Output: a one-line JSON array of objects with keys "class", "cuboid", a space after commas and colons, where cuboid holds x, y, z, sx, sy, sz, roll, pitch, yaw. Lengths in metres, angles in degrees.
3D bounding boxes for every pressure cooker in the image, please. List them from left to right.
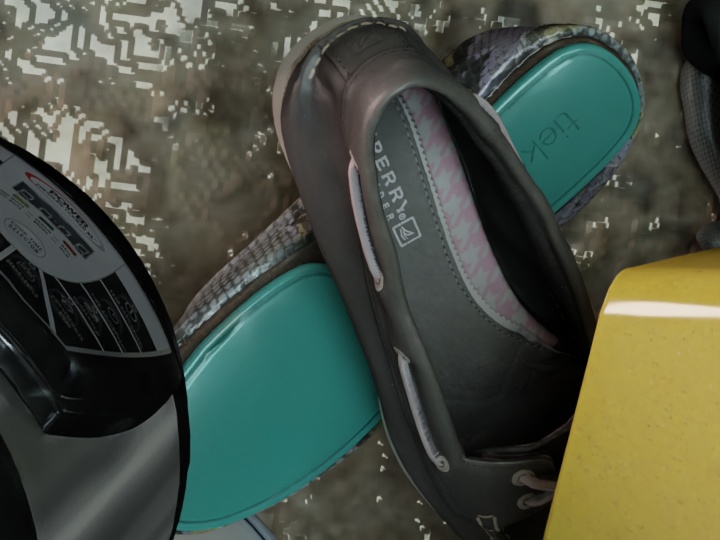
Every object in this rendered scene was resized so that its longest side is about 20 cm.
[{"class": "pressure cooker", "cuboid": [-0.136, 0.048, 0.623, 0.177, 0.200, 0.177, 4, 104, 10]}]

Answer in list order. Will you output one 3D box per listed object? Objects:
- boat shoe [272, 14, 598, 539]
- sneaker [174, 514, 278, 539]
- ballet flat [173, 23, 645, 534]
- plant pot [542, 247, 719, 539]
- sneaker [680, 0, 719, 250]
[{"class": "boat shoe", "cuboid": [0.035, 0.021, 0.704, 0.067, 0.057, 0.201, -33, 115, -11]}, {"class": "sneaker", "cuboid": [-0.042, 0.135, 0.697, 0.073, 0.201, 0.071, -25, 140, 9]}, {"class": "ballet flat", "cuboid": [0.000, 0.000, 0.754, 0.200, 0.072, 0.072, -43, 104, -6]}, {"class": "plant pot", "cuboid": [0.148, 0.083, 0.661, 0.175, 0.200, 0.201, 17, 100, 21]}, {"class": "sneaker", "cuboid": [0.164, -0.083, 0.787, 0.115, 0.075, 0.201, 22, 91, -13]}]
